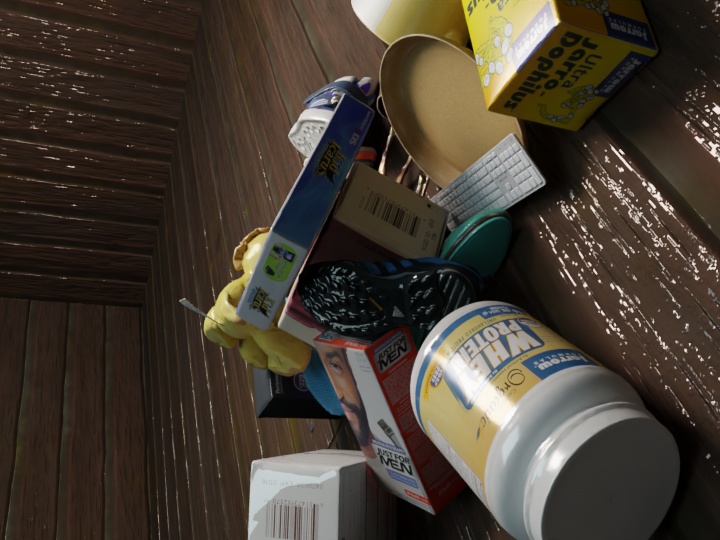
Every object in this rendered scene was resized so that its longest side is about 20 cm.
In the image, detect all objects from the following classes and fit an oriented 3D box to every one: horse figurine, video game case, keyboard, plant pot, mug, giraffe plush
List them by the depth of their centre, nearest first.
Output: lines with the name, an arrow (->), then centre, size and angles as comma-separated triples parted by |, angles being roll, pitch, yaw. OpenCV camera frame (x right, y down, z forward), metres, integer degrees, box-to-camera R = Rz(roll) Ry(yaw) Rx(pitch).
plant pot -> 0.099, -0.157, 0.747 | 0.199, 0.027, 0.202 | 41, 156, 22
keyboard -> 0.127, -0.082, 0.755 | 0.057, 0.011, 0.200 | 60, 159, 3
video game case -> -0.060, -0.060, 0.785 | 0.182, 0.045, 0.203 | -55, 10, 55
mug -> 0.101, -0.326, 0.814 | 0.154, 0.185, 0.149 | -55, -6, 33
horse figurine -> 0.053, -0.092, 0.941 | 0.202, 0.049, 0.135 | -114, 38, -49
giraffe plush -> -0.129, 0.026, 0.978 | 0.170, 0.200, 0.165 | 4, 58, 43

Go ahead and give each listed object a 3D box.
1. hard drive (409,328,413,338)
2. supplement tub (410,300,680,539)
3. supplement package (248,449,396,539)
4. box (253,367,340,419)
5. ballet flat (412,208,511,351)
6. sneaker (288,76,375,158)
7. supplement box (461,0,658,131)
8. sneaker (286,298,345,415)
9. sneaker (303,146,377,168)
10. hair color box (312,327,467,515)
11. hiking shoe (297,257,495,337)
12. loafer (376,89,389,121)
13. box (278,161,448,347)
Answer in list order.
hard drive -> 0.026, 0.089, 0.993 | 0.200, 0.026, 0.136 | 141, 130, -60
supplement tub -> 0.139, 0.125, 0.582 | 0.200, 0.141, 0.149 | -139, 58, -61
supplement package -> -0.038, 0.283, 0.864 | 0.199, 0.114, 0.121 | 25, -116, -67
box -> -0.096, 0.122, 1.126 | 0.079, 0.137, 0.204 | 126, 141, -49
ballet flat -> 0.101, 0.007, 0.790 | 0.071, 0.066, 0.204 | -109, 34, -54
sneaker -> -0.024, -0.241, 1.055 | 0.147, 0.081, 0.199 | -50, 18, -12
supplement box -> 0.164, -0.247, 0.645 | 0.109, 0.107, 0.205 | 132, 137, -53
sneaker -> -0.051, 0.112, 1.051 | 0.203, 0.079, 0.077 | 62, 141, 22
sneaker -> -0.038, -0.141, 1.135 | 0.199, 0.075, 0.085 | 176, 92, -67
hair color box -> 0.033, 0.153, 0.785 | 0.110, 0.063, 0.204 | 1, 117, 58
hiking shoe -> 0.030, 0.024, 0.723 | 0.195, 0.086, 0.077 | 5, 103, 27
loafer -> 0.067, -0.196, 0.877 | 0.072, 0.072, 0.199 | -58, 24, -4
box -> 0.000, 0.000, 0.846 | 0.202, 0.125, 0.110 | -59, 7, 43
